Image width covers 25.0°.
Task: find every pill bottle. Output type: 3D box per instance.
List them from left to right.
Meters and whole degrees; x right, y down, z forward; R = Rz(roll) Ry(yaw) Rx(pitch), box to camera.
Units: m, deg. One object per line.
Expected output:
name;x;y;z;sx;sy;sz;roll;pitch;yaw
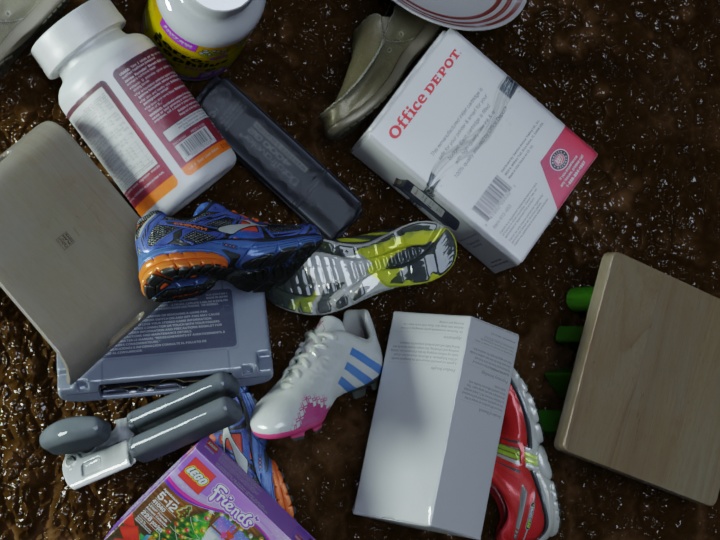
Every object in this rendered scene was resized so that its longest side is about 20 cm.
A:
pill bottle;-0.216;-0.152;1.536;0.109;0.110;0.201;-37;92;-15
pill bottle;-0.145;-0.250;1.519;0.103;0.200;0.106;2;82;-13

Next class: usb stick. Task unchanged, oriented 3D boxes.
usb stick;-0.082;-0.109;1.603;0.200;0.033;0.056;42;82;-5

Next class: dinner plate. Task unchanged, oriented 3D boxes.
dinner plate;0.077;-0.312;1.638;0.198;0.024;0.202;14;49;-16

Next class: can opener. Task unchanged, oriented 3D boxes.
can opener;-0.201;0.146;1.486;0.198;0.066;0.053;-21;56;18

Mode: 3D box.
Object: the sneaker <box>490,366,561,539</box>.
sneaker;0.137;0.175;1.599;0.084;0.077;0.202;-15;86;-8

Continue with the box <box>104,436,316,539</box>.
box;-0.121;0.269;1.507;0.200;0.039;0.137;44;108;-4

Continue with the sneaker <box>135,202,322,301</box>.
sneaker;-0.118;-0.029;1.479;0.198;0.075;0.079;-5;62;-41

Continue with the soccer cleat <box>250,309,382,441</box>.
soccer cleat;-0.045;0.093;1.523;0.200;0.069;0.087;-30;117;-57

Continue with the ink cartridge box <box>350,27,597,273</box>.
ink cartridge box;0.112;-0.119;1.624;0.199;0.084;0.145;39;76;-7

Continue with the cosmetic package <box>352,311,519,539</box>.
cosmetic package;0.072;0.147;1.557;0.084;0.107;0.203;20;78;-45

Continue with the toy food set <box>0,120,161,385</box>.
toy food set;-0.275;-0.018;1.474;0.143;0.060;0.200;-43;94;-28

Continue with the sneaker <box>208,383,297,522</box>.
sneaker;-0.124;0.167;1.537;0.078;0.075;0.202;-20;86;-12

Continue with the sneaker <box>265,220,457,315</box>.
sneaker;0.000;0.000;1.591;0.197;0.085;0.075;-9;89;7

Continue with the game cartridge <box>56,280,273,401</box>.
game cartridge;-0.185;0.052;1.520;0.197;0.041;0.134;-5;58;-5

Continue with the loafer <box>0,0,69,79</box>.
loafer;-0.355;-0.220;1.534;0.068;0.076;0.200;42;66;-4

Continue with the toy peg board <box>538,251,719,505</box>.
toy peg board;0.279;0.110;1.644;0.198;0.098;0.202;22;78;-26

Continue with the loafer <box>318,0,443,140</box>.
loafer;0.015;-0.213;1.622;0.067;0.076;0.201;40;66;-5
